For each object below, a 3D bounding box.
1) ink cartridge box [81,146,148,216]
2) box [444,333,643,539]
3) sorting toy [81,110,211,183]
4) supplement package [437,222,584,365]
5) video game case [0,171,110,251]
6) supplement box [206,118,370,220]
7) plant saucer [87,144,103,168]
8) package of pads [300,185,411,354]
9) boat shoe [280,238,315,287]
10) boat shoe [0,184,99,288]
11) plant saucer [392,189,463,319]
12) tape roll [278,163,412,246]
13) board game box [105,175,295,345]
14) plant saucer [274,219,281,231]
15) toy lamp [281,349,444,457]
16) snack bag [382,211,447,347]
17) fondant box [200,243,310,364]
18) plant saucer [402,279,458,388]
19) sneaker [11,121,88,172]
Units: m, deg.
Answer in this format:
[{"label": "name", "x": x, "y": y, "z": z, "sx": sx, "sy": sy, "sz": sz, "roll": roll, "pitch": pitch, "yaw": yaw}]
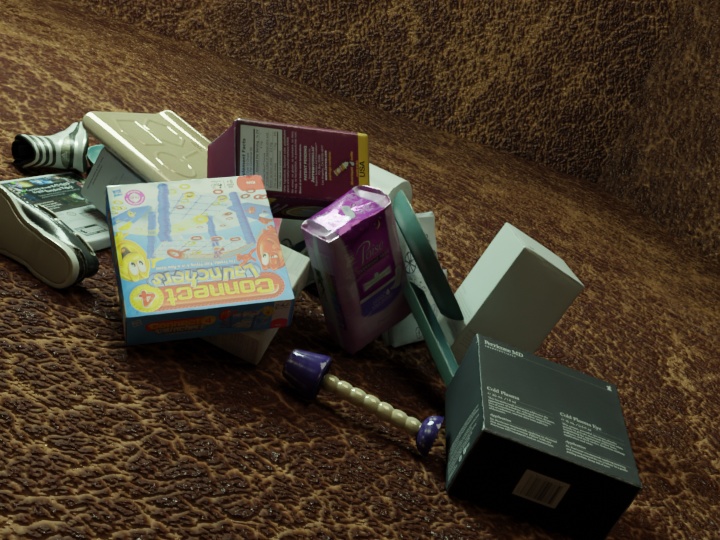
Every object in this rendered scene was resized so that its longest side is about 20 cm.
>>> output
[{"label": "ink cartridge box", "x": -0.275, "y": -0.086, "z": 1.414, "sx": 0.199, "sy": 0.084, "sz": 0.145, "roll": 39, "pitch": 20, "yaw": 16}, {"label": "box", "x": 0.208, "y": 0.196, "z": 1.164, "sx": 0.197, "sy": 0.105, "sz": 0.183, "roll": 21, "pitch": 31, "yaw": -7}, {"label": "sorting toy", "x": -0.281, "y": -0.168, "z": 1.428, "sx": 0.184, "sy": 0.037, "sz": 0.199, "roll": 38, "pitch": 24, "yaw": 14}, {"label": "supplement package", "x": 0.213, "y": 0.054, "z": 1.453, "sx": 0.116, "sy": 0.201, "sz": 0.117, "roll": 31, "pitch": 14, "yaw": -14}, {"label": "video game case", "x": -0.406, "y": -0.086, "z": 1.413, "sx": 0.180, "sy": 0.024, "sz": 0.200, "roll": 28, "pitch": 19, "yaw": 13}, {"label": "supplement box", "x": -0.100, "y": -0.134, "z": 1.368, "sx": 0.197, "sy": 0.105, "sz": 0.131, "roll": 3, "pitch": -9, "yaw": -26}, {"label": "plant saucer", "x": -0.367, "y": -0.157, "z": 1.662, "sx": 0.197, "sy": 0.028, "sz": 0.200, "roll": 22, "pitch": 17, "yaw": -7}, {"label": "package of pads", "x": 0.000, "y": 0.000, "z": 1.330, "sx": 0.120, "sy": 0.202, "sz": 0.075, "roll": -36, "pitch": 41, "yaw": -28}, {"label": "boat shoe", "x": -0.093, "y": -0.004, "z": 1.400, "sx": 0.061, "sy": 0.076, "sz": 0.200, "roll": 16, "pitch": 47, "yaw": 35}, {"label": "boat shoe", "x": -0.406, "y": -0.050, "z": 1.218, "sx": 0.199, "sy": 0.075, "sz": 0.060, "roll": 32, "pitch": 19, "yaw": 18}, {"label": "plant saucer", "x": 0.090, "y": -0.017, "z": 1.391, "sx": 0.200, "sy": 0.027, "sz": 0.202, "roll": -90, "pitch": 154, "yaw": -85}, {"label": "tape roll", "x": -0.023, "y": -0.075, "z": 1.560, "sx": 0.138, "sy": 0.205, "sz": 0.202, "roll": 26, "pitch": 17, "yaw": 15}, {"label": "board game box", "x": -0.195, "y": -0.018, "z": 1.184, "sx": 0.197, "sy": 0.056, "sz": 0.198, "roll": -6, "pitch": 54, "yaw": -18}, {"label": "plant saucer", "x": -0.205, "y": -0.077, "z": 1.593, "sx": 0.198, "sy": 0.051, "sz": 0.201, "roll": 22, "pitch": 17, "yaw": -7}, {"label": "toy lamp", "x": 0.000, "y": 0.152, "z": 1.167, "sx": 0.198, "sy": 0.059, "sz": 0.058, "roll": 25, "pitch": 17, "yaw": 8}, {"label": "snack bag", "x": 0.081, "y": 0.007, "z": 1.504, "sx": 0.021, "sy": 0.204, "sz": 0.188, "roll": -5, "pitch": 0, "yaw": 34}, {"label": "fondant box", "x": -0.182, "y": 0.009, "z": 1.240, "sx": 0.198, "sy": 0.059, "sz": 0.145, "roll": 24, "pitch": 51, "yaw": 7}, {"label": "plant saucer", "x": 0.107, "y": 0.109, "z": 1.319, "sx": 0.202, "sy": 0.019, "sz": 0.070, "roll": 67, "pitch": 13, "yaw": 22}, {"label": "sneaker", "x": -0.489, "y": -0.201, "z": 1.558, "sx": 0.113, "sy": 0.077, "sz": 0.200, "roll": 4, "pitch": 11, "yaw": -17}]
